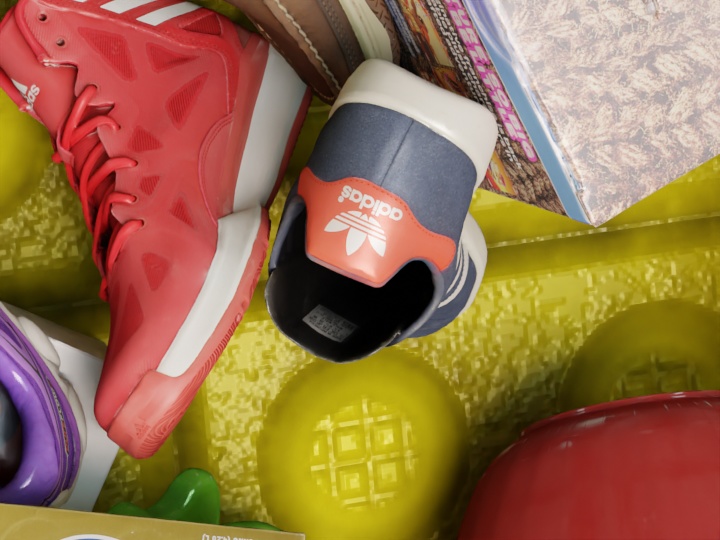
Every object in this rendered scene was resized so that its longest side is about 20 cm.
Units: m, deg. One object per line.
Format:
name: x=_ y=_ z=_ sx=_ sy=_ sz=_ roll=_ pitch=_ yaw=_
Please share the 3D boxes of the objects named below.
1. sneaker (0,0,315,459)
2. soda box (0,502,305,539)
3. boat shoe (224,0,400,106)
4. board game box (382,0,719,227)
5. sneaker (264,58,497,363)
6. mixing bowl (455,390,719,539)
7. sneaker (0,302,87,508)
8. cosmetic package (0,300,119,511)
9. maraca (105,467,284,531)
sneaker: x=-0.091 y=-0.028 z=0.947 sx=0.115 sy=0.200 sz=0.078 roll=26 pitch=129 yaw=-9
soda box: x=-0.121 y=0.110 z=0.852 sx=0.199 sy=0.064 sz=0.068 roll=6 pitch=77 yaw=-6
boat shoe: x=-0.067 y=-0.128 z=0.929 sx=0.075 sy=0.075 sz=0.202 roll=-41 pitch=112 yaw=-11
board game box: x=0.051 y=-0.118 z=0.947 sx=0.097 sy=0.200 sz=0.160 roll=-30 pitch=107 yaw=-12
sneaker: x=0.000 y=0.000 z=0.955 sx=0.075 sy=0.200 sz=0.085 roll=23 pitch=72 yaw=9
mixing bowl: x=0.115 y=0.109 z=1.025 sx=0.199 sy=0.200 sz=0.109 roll=-2 pitch=74 yaw=-18
sneaker: x=-0.159 y=-0.001 z=0.890 sx=0.081 sy=0.083 sz=0.200 roll=-42 pitch=94 yaw=-5
cosmetic package: x=-0.146 y=0.115 z=0.981 sx=0.051 sy=0.083 sz=0.200 roll=24 pitch=90 yaw=-20
maraca: x=-0.067 y=0.147 z=0.975 sx=0.137 sy=0.107 sz=0.200 roll=-56 pitch=150 yaw=-16
